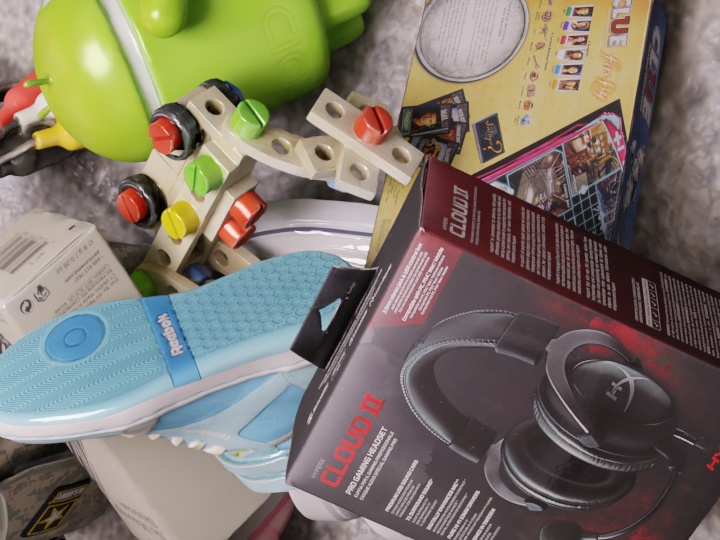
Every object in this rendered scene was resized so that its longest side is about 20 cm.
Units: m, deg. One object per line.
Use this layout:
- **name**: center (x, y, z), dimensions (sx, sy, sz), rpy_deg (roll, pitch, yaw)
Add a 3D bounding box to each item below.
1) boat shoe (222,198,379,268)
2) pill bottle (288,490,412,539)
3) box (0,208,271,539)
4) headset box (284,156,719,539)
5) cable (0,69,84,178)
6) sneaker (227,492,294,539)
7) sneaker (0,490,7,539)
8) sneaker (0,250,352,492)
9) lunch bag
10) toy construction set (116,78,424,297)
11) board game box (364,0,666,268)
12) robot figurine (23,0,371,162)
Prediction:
- **boat shoe**: center (0.000, 0.000, 0.914), dimensions (0.198, 0.073, 0.068), rpy_deg (-1, 75, 24)
- **pill bottle**: center (0.062, 0.093, 0.879), dimensions (0.198, 0.112, 0.114), rpy_deg (-5, 93, 24)
- **box**: center (-0.135, 0.066, 0.879), dimensions (0.082, 0.068, 0.201), rpy_deg (13, 140, 54)
- **headset box**: center (0.068, 0.054, 0.729), dimensions (0.198, 0.077, 0.150), rpy_deg (24, 118, -8)
- **cable**: center (-0.227, -0.079, 0.965), dimensions (0.097, 0.199, 0.051), rpy_deg (31, 129, 23)
- **sneaker**: center (-0.084, 0.208, 0.977), dimensions (0.104, 0.075, 0.201), rpy_deg (40, 89, -20)
- **sneaker**: center (-0.236, 0.123, 0.868), dimensions (0.076, 0.076, 0.202), rpy_deg (-28, 81, 6)
- **sneaker**: center (-0.085, 0.076, 0.817), dimensions (0.197, 0.132, 0.080), rpy_deg (-14, 44, -4)
- **lunch bag**: center (-0.211, 0.084, 0.974), dimensions (0.116, 0.164, 0.203), rpy_deg (9, 99, 27)
- **toy construction set**: center (-0.060, -0.026, 0.851), dimensions (0.131, 0.092, 0.200), rpy_deg (46, 125, 9)
- **board game box**: center (0.082, -0.054, 0.851), dimensions (0.134, 0.035, 0.202), rpy_deg (4, 68, 25)
- **robot figurine**: center (-0.096, -0.135, 0.905), dimensions (0.198, 0.176, 0.117), rpy_deg (-25, 83, -9)
